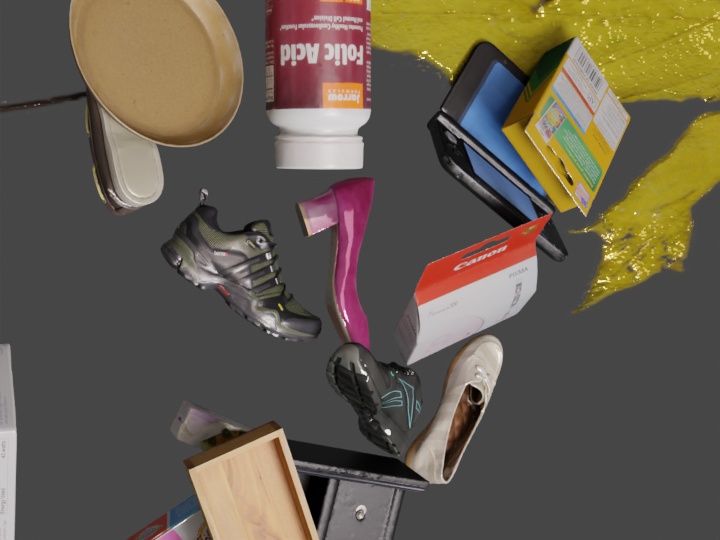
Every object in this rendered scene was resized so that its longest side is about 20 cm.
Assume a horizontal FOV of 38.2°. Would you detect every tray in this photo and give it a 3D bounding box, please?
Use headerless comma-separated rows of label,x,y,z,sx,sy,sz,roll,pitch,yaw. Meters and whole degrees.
tray,-0.096,0.262,1.026,0.097,0.037,0.203,-21,104,-18

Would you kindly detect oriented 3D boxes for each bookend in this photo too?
bookend,-0.053,0.295,1.118,0.196,0.092,0.203,14,92,-23

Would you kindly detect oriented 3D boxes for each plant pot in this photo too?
plant pot,-0.204,-0.216,1.033,0.198,0.027,0.203,17,65,-40

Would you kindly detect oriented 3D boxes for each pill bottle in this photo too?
pill bottle,-0.044,-0.209,1.090,0.112,0.114,0.204,-3,97,-21

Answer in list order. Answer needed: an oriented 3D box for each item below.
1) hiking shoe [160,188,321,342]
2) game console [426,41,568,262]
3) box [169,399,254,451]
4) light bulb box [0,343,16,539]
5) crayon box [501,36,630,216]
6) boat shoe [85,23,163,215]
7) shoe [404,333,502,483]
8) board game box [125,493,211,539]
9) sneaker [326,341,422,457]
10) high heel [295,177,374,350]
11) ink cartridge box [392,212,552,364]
hiking shoe,-0.110,0.000,1.111,0.199,0.076,0.101,35,87,-21
game console,0.186,-0.138,1.197,0.199,0.177,0.117,36,111,-21
box,-0.114,0.201,1.153,0.198,0.041,0.039,27,87,-24
light bulb box,-0.419,0.185,0.944,0.197,0.125,0.201,-1,125,-22
crayon box,0.235,-0.161,1.195,0.126,0.051,0.201,50,46,-19
boat shoe,-0.243,-0.157,1.038,0.071,0.059,0.203,-3,79,-42
shoe,0.123,0.164,1.223,0.070,0.053,0.201,44,66,-29
board game box,-0.148,0.344,1.157,0.152,0.040,0.202,-31,107,-16
sneaker,0.020,0.129,1.160,0.080,0.075,0.201,-52,146,-21
high heel,0.000,0.000,1.164,0.095,0.067,0.203,-20,93,-13
ink cartridge box,0.128,0.025,1.151,0.161,0.200,0.058,-22,76,-18
